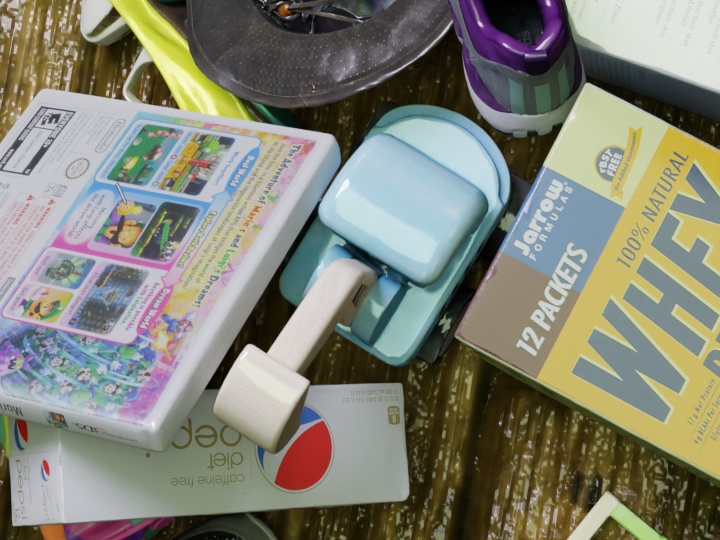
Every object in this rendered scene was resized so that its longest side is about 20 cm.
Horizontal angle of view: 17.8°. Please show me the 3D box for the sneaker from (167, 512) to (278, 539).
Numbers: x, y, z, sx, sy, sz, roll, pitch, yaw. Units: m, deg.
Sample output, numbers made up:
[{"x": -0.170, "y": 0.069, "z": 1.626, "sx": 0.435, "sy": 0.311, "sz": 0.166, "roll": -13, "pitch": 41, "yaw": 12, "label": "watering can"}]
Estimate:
[{"x": -0.118, "y": 0.209, "z": 1.216, "sx": 0.078, "sy": 0.077, "sz": 0.200, "roll": 43, "pitch": 90, "yaw": 10, "label": "sneaker"}]

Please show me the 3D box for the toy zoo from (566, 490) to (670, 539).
[{"x": 0.166, "y": 0.229, "z": 1.205, "sx": 0.200, "sy": 0.020, "sz": 0.131, "roll": 40, "pitch": 91, "yaw": 9, "label": "toy zoo"}]

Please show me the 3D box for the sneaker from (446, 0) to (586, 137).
[{"x": 0.062, "y": -0.167, "z": 1.102, "sx": 0.074, "sy": 0.088, "sz": 0.201, "roll": -20, "pitch": 68, "yaw": -4, "label": "sneaker"}]

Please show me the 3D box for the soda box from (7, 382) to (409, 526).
[{"x": -0.076, "y": 0.093, "z": 1.171, "sx": 0.199, "sy": 0.068, "sz": 0.064, "roll": -1, "pitch": 84, "yaw": -31, "label": "soda box"}]

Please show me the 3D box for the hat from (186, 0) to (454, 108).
[{"x": 0.000, "y": -0.161, "z": 1.217, "sx": 0.199, "sy": 0.081, "sz": 0.202, "roll": -12, "pitch": 62, "yaw": 23, "label": "hat"}]

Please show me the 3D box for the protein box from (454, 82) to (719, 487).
[{"x": 0.171, "y": 0.026, "z": 1.131, "sx": 0.199, "sy": 0.199, "sz": 0.136, "roll": 28, "pitch": 89, "yaw": 9, "label": "protein box"}]

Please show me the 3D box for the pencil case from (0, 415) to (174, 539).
[{"x": -0.163, "y": 0.058, "z": 1.230, "sx": 0.088, "sy": 0.088, "sz": 0.201, "roll": -25, "pitch": 85, "yaw": 5, "label": "pencil case"}]

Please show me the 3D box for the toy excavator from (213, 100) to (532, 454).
[{"x": 0.000, "y": 0.000, "z": 1.152, "sx": 0.100, "sy": 0.200, "sz": 0.195, "roll": 32, "pitch": 88, "yaw": 9, "label": "toy excavator"}]

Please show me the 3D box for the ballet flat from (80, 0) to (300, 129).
[{"x": -0.112, "y": -0.129, "z": 1.250, "sx": 0.067, "sy": 0.067, "sz": 0.200, "roll": -37, "pitch": 83, "yaw": 18, "label": "ballet flat"}]

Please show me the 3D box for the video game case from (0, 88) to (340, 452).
[{"x": -0.130, "y": -0.007, "z": 1.141, "sx": 0.181, "sy": 0.024, "sz": 0.200, "roll": 11, "pitch": 50, "yaw": 25, "label": "video game case"}]

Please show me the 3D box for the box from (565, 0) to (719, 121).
[{"x": 0.173, "y": -0.154, "z": 1.195, "sx": 0.199, "sy": 0.097, "sz": 0.125, "roll": 21, "pitch": 88, "yaw": 9, "label": "box"}]
